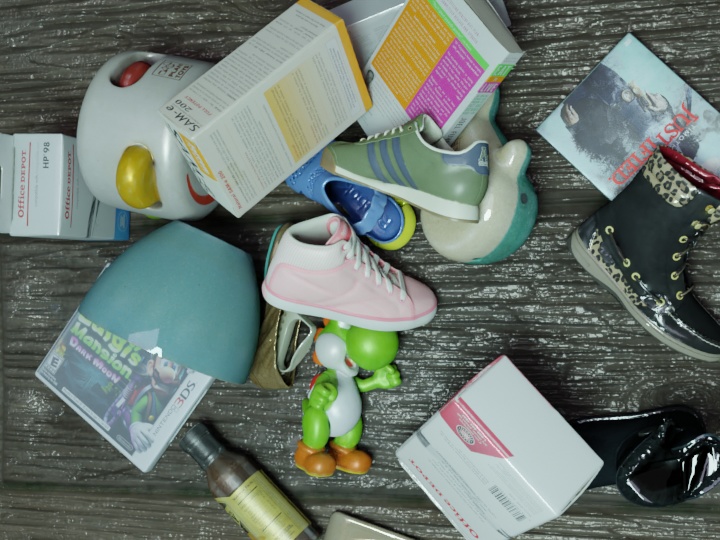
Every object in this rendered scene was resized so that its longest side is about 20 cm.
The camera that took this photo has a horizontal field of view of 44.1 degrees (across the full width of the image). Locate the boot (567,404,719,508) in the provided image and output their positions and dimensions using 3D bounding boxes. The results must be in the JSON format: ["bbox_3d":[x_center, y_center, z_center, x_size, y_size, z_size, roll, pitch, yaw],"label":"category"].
[{"bbox_3d":[0.260,0.192,0.897,0.199,0.168,0.077,-18,86,15],"label":"boot"}]

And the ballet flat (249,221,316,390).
[{"bbox_3d":[-0.080,0.047,1.035,0.072,0.068,0.201,17,97,29],"label":"ballet flat"}]

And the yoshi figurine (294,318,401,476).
[{"bbox_3d":[-0.009,0.132,1.007,0.111,0.112,0.201,8,90,-1],"label":"yoshi figurine"}]

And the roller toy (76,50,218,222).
[{"bbox_3d":[-0.219,-0.152,1.012,0.139,0.200,0.183,12,87,14],"label":"roller toy"}]

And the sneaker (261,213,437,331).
[{"bbox_3d":[0.000,0.000,0.966,0.199,0.075,0.105,9,123,-13],"label":"sneaker"}]

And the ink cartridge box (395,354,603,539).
[{"bbox_3d":[0.134,0.194,0.915,0.085,0.200,0.146,-36,78,-29],"label":"ink cartridge box"}]

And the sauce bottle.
[{"bbox_3d":[-0.135,0.265,1.058,0.200,0.065,0.065,45,101,12],"label":"sauce bottle"}]

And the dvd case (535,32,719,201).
[{"bbox_3d":[0.311,-0.136,0.957,0.146,0.022,0.200,-46,81,11],"label":"dvd case"}]

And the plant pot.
[{"bbox_3d":[-0.191,0.024,0.989,0.199,0.200,0.135,24,87,14],"label":"plant pot"}]

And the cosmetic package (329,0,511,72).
[{"bbox_3d":[0.058,-0.279,0.989,0.199,0.083,0.051,-19,50,14],"label":"cosmetic package"}]

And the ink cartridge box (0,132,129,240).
[{"bbox_3d":[-0.346,-0.095,1.040,0.066,0.200,0.116,2,91,14],"label":"ink cartridge box"}]

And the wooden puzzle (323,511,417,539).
[{"bbox_3d":[0.030,0.398,1.022,0.199,0.046,0.186,18,95,14],"label":"wooden puzzle"}]

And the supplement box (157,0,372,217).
[{"bbox_3d":[-0.095,-0.170,0.930,0.200,0.126,0.073,-41,53,-14],"label":"supplement box"}]

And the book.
[{"bbox_3d":[0.070,-0.201,0.938,0.200,0.048,0.134,-50,61,41],"label":"book"}]

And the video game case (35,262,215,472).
[{"bbox_3d":[-0.291,0.121,1.118,0.200,0.023,0.182,38,99,12],"label":"video game case"}]

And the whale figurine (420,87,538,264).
[{"bbox_3d":[0.136,-0.103,0.972,0.159,0.103,0.201,-24,58,50],"label":"whale figurine"}]

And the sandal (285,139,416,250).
[{"bbox_3d":[-0.027,-0.099,1.015,0.200,0.087,0.080,34,100,14],"label":"sandal"}]

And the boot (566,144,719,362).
[{"bbox_3d":[0.326,-0.017,0.902,0.200,0.073,0.151,45,128,17],"label":"boot"}]

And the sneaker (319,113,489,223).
[{"bbox_3d":[0.050,-0.120,0.917,0.200,0.067,0.090,25,107,33],"label":"sneaker"}]
